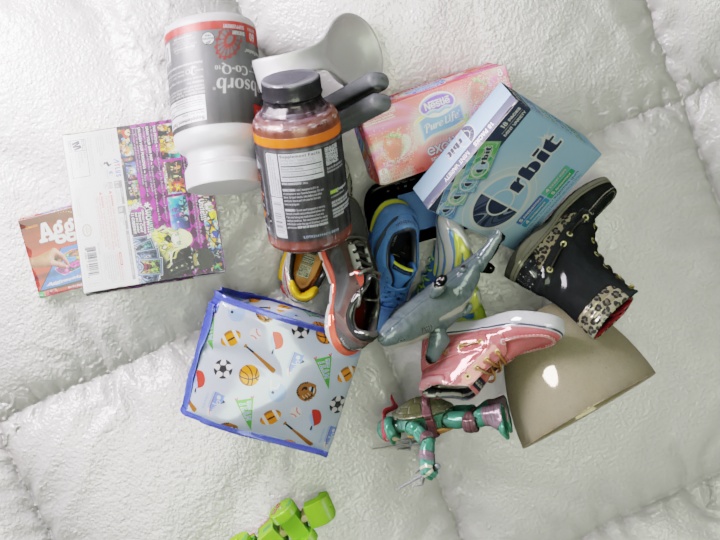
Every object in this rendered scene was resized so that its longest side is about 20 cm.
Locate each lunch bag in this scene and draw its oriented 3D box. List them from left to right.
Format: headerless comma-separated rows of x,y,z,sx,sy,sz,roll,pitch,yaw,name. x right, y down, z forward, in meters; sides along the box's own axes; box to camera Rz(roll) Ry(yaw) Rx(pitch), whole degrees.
-0.119,0.125,1.670,0.197,0.124,0.173,14,96,-21,lunch bag

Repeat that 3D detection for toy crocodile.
-0.122,0.362,1.750,0.199,0.062,0.068,-36,104,4,toy crocodile

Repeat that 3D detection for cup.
0.265,0.122,1.708,0.198,0.200,0.145,-29,77,-2,cup

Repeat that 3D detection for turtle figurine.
0.096,0.210,1.694,0.197,0.150,0.102,-14,107,13,turtle figurine

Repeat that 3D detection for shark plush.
0.109,0.034,1.609,0.199,0.083,0.092,-34,61,8,shark plush

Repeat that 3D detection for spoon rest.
-0.040,-0.260,1.600,0.199,0.060,0.101,-23,97,-42,spoon rest

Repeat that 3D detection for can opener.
-0.046,-0.192,1.594,0.066,0.199,0.054,3,76,-37,can opener

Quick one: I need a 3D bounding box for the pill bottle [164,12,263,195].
-0.174,-0.199,1.579,0.114,0.116,0.204,-6,84,-7,pill bottle

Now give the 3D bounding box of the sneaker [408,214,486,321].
0.103,0.020,1.696,0.103,0.076,0.203,-16,115,1,sneaker

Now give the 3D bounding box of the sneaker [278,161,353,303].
-0.052,-0.052,1.667,0.077,0.082,0.203,10,98,-10,sneaker

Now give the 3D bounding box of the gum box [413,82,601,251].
0.185,-0.124,1.620,0.199,0.045,0.170,20,117,-47,gum box

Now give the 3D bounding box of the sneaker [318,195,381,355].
0.000,0.000,1.608,0.076,0.081,0.204,1,78,-36,sneaker

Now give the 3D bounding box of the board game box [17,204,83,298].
-0.326,-0.041,1.661,0.197,0.019,0.105,-15,101,-5,board game box

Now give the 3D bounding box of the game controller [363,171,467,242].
0.101,-0.091,1.691,0.197,0.042,0.105,-16,137,-6,game controller

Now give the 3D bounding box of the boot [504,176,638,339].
0.301,-0.016,1.677,0.153,0.074,0.203,40,64,21,boot

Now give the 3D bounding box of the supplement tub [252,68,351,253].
-0.070,-0.130,1.534,0.105,0.107,0.203,-9,113,-7,supplement tub

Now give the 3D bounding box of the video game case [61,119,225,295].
-0.270,-0.082,1.627,0.178,0.036,0.204,-10,86,-6,video game case

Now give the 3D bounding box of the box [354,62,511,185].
0.095,-0.188,1.654,0.197,0.103,0.096,-19,103,-4,box

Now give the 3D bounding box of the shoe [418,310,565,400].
0.162,0.110,1.631,0.071,0.197,0.092,39,51,-49,shoe

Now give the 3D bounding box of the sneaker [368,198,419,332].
0.037,0.011,1.672,0.065,0.079,0.203,0,121,-16,sneaker
